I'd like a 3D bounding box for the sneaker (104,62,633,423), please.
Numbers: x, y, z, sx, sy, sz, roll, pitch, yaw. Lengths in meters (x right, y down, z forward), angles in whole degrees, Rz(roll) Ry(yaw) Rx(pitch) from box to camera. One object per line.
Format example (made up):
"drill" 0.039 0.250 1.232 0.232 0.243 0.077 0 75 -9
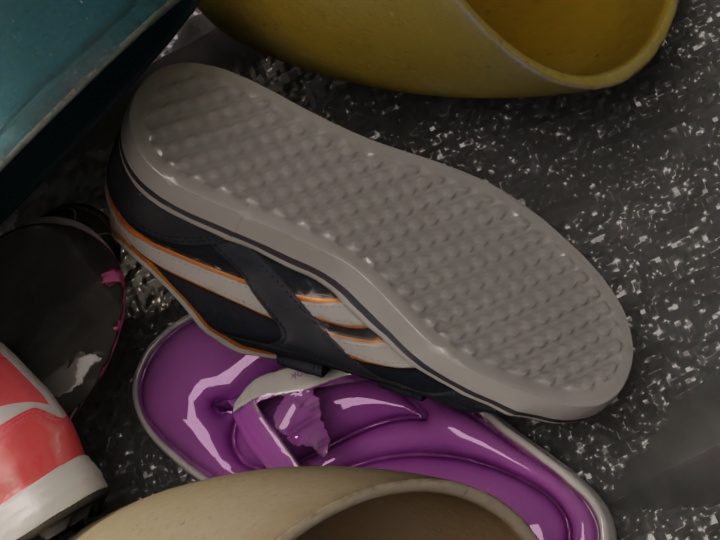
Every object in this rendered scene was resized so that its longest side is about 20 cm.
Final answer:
"sneaker" 0.000 0.000 0.793 0.199 0.079 0.079 30 55 -2

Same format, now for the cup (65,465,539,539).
"cup" -0.044 0.150 0.747 0.143 0.200 0.201 17 81 46

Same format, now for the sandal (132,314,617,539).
"sandal" 0.002 0.062 0.813 0.202 0.050 0.083 22 81 20

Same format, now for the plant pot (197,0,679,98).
"plant pot" 0.008 -0.148 0.805 0.141 0.200 0.201 -14 72 39

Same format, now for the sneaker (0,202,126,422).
"sneaker" -0.142 0.059 0.844 0.080 0.086 0.200 36 108 -7

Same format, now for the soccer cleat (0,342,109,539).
"soccer cleat" -0.186 0.100 0.788 0.199 0.068 0.073 -31 85 14

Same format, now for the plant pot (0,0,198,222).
"plant pot" -0.187 -0.091 0.742 0.188 0.200 0.200 44 90 -4
